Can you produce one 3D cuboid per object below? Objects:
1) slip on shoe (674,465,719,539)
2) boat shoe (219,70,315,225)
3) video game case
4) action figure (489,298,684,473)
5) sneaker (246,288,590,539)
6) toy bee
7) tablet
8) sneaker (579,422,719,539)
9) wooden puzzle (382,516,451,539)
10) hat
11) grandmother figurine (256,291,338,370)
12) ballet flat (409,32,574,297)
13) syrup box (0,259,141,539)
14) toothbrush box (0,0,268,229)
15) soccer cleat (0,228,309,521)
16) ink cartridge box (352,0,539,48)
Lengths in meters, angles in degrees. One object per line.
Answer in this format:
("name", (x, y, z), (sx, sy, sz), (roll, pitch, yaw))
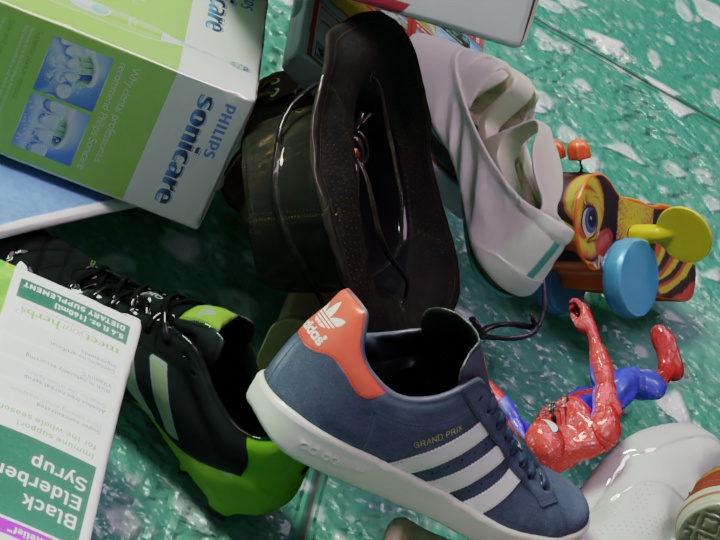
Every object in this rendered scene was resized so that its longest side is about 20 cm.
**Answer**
("slip on shoe", (0.220, 0.180, 1.110), (0.200, 0.074, 0.061), (59, 27, -18))
("boat shoe", (-0.036, -0.082, 1.271), (0.070, 0.070, 0.200), (46, 27, 4))
("video game case", (0.018, -0.131, 1.315), (0.143, 0.017, 0.200), (39, 29, -21))
("action figure", (0.112, 0.050, 1.191), (0.099, 0.065, 0.200), (60, 23, -2))
("sneaker", (0.047, 0.069, 1.020), (0.200, 0.085, 0.075), (25, 15, -37))
("toy bee", (0.141, -0.024, 1.295), (0.131, 0.109, 0.200), (1, 6, 16))
("tablet", (-0.175, -0.067, 1.134), (0.130, 0.014, 0.200), (42, 32, 24))
("sneaker", (0.142, 0.145, 1.124), (0.088, 0.075, 0.200), (24, 35, 35))
("wooden puzzle", (0.081, 0.219, 0.978), (0.200, 0.037, 0.185), (24, 53, -7))
("hat", (-0.016, -0.033, 1.111), (0.201, 0.081, 0.201), (-9, 90, -71))
("grandmother figurine", (0.000, 0.000, 1.210), (0.121, 0.061, 0.200), (51, 30, -24))
("ballet flat", (0.079, -0.074, 1.244), (0.069, 0.069, 0.200), (12, 43, -29))
("syrup box", (-0.157, 0.094, 0.947), (0.079, 0.081, 0.200), (24, 34, -13))
("toothbrush box", (-0.155, -0.122, 1.137), (0.200, 0.086, 0.146), (19, 29, -11))
("soccer cleat", (-0.099, 0.034, 1.066), (0.200, 0.081, 0.068), (41, 35, 9))
("ink cartridge box", (-0.003, -0.185, 1.162), (0.146, 0.083, 0.200), (13, 8, -21))
